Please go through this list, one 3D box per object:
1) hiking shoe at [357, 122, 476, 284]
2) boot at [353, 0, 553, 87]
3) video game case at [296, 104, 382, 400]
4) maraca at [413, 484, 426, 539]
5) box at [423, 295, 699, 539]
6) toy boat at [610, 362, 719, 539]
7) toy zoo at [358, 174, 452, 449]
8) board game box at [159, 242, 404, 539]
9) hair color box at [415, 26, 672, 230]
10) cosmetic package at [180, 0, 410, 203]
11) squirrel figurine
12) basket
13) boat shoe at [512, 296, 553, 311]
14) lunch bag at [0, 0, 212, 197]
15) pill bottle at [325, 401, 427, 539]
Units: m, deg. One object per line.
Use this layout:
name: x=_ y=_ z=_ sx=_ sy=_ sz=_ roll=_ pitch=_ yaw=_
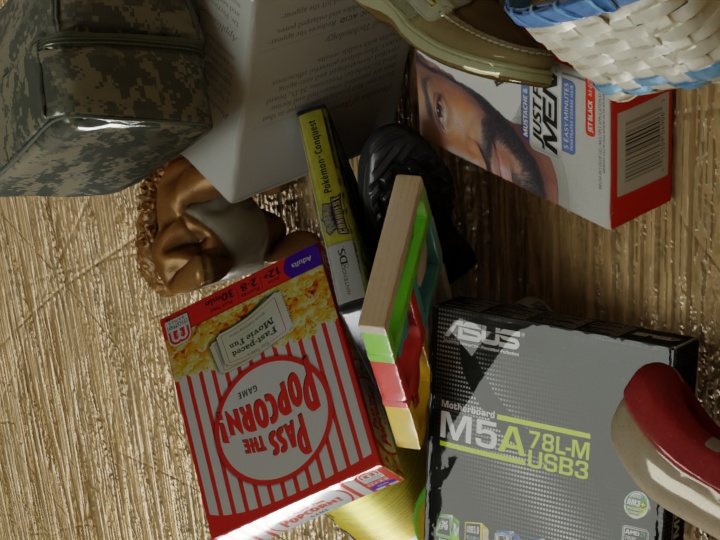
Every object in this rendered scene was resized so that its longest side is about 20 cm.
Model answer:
hiking shoe: x=0.025 y=-0.059 z=1.423 sx=0.101 sy=0.076 sz=0.200 roll=53 pitch=172 yaw=32
boot: x=0.079 y=-0.217 z=1.229 sx=0.200 sy=0.072 sz=0.155 roll=41 pitch=114 yaw=47
video game case: x=0.000 y=0.000 z=1.428 sx=0.200 sy=0.025 sz=0.181 roll=67 pitch=-171 yaw=-58
maraca: x=0.122 y=0.191 z=1.466 sx=0.137 sy=0.107 sz=0.200 roll=30 pitch=133 yaw=-11
box: x=0.142 y=0.128 z=1.351 sx=0.200 sy=0.048 sz=0.193 roll=11 pitch=107 yaw=33
toy boat: x=0.264 y=0.114 z=1.197 sx=0.200 sy=0.131 sz=0.131 roll=30 pitch=94 yaw=18
toy zoo: x=0.038 y=0.041 z=1.364 sx=0.020 sy=0.131 sz=0.200 roll=5 pitch=146 yaw=16
board game box: x=-0.064 y=0.099 z=1.455 sx=0.046 sy=0.151 sz=0.200 roll=38 pitch=-151 yaw=-56
hair color box: x=0.124 y=-0.118 z=1.292 sx=0.200 sy=0.064 sz=0.111 roll=31 pitch=135 yaw=46
cosmetic package: x=-0.071 y=-0.194 z=1.435 sx=0.165 sy=0.165 sz=0.200 roll=47 pitch=144 yaw=30
squirrel figurine: x=-0.153 y=-0.078 z=1.675 sx=0.200 sy=0.141 sz=0.187 roll=-17 pitch=90 yaw=56
basket: x=0.152 y=-0.202 z=1.097 sx=0.200 sy=0.139 sz=0.176 roll=44 pitch=158 yaw=-26
boat shoe: x=0.093 y=0.094 z=1.478 sx=0.074 sy=0.068 sz=0.199 roll=58 pitch=148 yaw=13
lunch bag: x=-0.203 y=-0.158 z=1.369 sx=0.200 sy=0.139 sz=0.168 roll=-28 pitch=69 yaw=57
pill bottle: x=0.012 y=0.165 z=1.546 sx=0.112 sy=0.112 sz=0.200 roll=27 pitch=165 yaw=46
